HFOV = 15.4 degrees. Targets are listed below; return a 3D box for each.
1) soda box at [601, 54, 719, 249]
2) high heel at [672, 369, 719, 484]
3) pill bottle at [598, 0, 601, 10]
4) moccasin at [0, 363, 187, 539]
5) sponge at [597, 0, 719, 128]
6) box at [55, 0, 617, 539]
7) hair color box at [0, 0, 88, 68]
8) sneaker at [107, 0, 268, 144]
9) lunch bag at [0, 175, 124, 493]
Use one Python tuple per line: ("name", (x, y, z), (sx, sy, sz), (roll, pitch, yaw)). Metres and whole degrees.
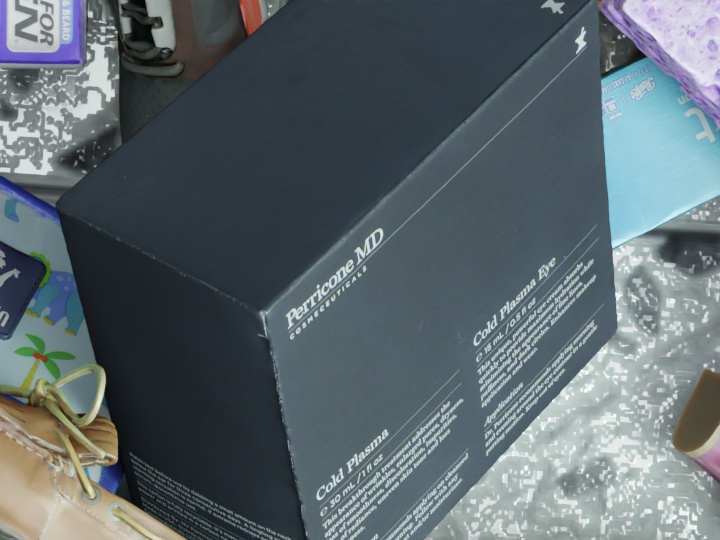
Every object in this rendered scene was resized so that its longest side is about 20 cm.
("soda box", (0.162, -0.075, 1.141), (0.199, 0.064, 0.068), (-26, 93, -6))
("high heel", (0.220, 0.024, 1.154), (0.096, 0.067, 0.201), (38, 75, -25))
("pill bottle", (0.076, -0.161, 1.109), (0.198, 0.111, 0.112), (-8, 90, -7))
("moccasin", (-0.114, 0.078, 0.987), (0.201, 0.074, 0.078), (41, 72, -4))
("sponge", (0.198, -0.085, 1.082), (0.200, 0.030, 0.112), (41, 82, -20))
("box", (0.000, 0.000, 1.022), (0.104, 0.183, 0.200), (26, 54, 30))
("hair color box", (-0.209, -0.113, 1.074), (0.198, 0.109, 0.065), (2, 95, -7))
("sneaker", (-0.084, -0.122, 1.086), (0.077, 0.082, 0.202), (11, 99, 36))
("lunch bag", (-0.176, 0.056, 1.076), (0.169, 0.127, 0.201), (29, 73, -7))
